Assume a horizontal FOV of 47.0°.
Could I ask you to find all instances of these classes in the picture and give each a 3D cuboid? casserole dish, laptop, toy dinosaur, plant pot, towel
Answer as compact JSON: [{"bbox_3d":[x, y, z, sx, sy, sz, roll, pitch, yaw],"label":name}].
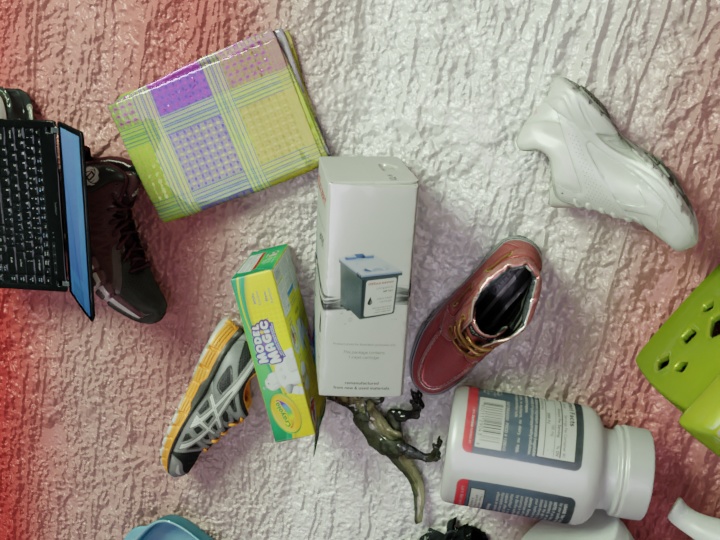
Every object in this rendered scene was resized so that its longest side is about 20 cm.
[{"bbox_3d":[-0.199,0.375,1.005,0.200,0.039,0.121,41,109,-2],"label":"casserole dish"},{"bbox_3d":[-0.335,-0.053,0.804,0.198,0.103,0.179,3,104,7],"label":"laptop"},{"bbox_3d":[0.042,0.182,0.904,0.088,0.047,0.201,-29,99,31],"label":"toy dinosaur"},{"bbox_3d":[0.397,0.100,0.745,0.198,0.182,0.200,37,108,-1],"label":"plant pot"},{"bbox_3d":[-0.139,-0.143,0.842,0.199,0.023,0.145,-21,102,7],"label":"towel"}]

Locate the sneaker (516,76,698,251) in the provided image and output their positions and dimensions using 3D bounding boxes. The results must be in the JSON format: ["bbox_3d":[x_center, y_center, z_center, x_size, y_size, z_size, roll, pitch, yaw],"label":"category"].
[{"bbox_3d":[0.230,-0.084,0.786,0.200,0.078,0.099,46,115,5],"label":"sneaker"}]

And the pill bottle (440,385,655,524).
[{"bbox_3d":[0.186,0.191,0.841,0.198,0.120,0.121,9,107,7],"label":"pill bottle"}]

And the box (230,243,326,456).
[{"bbox_3d":[-0.077,0.084,0.858,0.048,0.117,0.202,-14,103,7],"label":"box"}]

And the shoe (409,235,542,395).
[{"bbox_3d":[0.111,0.057,0.830,0.071,0.091,0.201,35,109,-1],"label":"shoe"}]

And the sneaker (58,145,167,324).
[{"bbox_3d":[-0.253,-0.046,0.878,0.115,0.076,0.200,-40,95,15],"label":"sneaker"}]

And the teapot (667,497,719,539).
[{"bbox_3d":[0.398,0.342,0.834,0.145,0.196,0.202,-3,76,48],"label":"teapot"}]

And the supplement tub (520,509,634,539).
[{"bbox_3d":[0.261,0.363,0.870,0.131,0.132,0.201,-30,98,17],"label":"supplement tub"}]

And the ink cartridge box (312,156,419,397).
[{"bbox_3d":[0.000,0.000,0.798,0.085,0.147,0.202,0,106,-6],"label":"ink cartridge box"}]

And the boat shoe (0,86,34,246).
[{"bbox_3d":[-0.383,-0.095,0.893,0.075,0.060,0.202,23,112,24],"label":"boat shoe"}]

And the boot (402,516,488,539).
[{"bbox_3d":[0.099,0.389,0.941,0.162,0.073,0.199,-28,99,13],"label":"boot"}]

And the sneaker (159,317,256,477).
[{"bbox_3d":[-0.162,0.153,0.918,0.077,0.078,0.201,25,110,-7],"label":"sneaker"}]
